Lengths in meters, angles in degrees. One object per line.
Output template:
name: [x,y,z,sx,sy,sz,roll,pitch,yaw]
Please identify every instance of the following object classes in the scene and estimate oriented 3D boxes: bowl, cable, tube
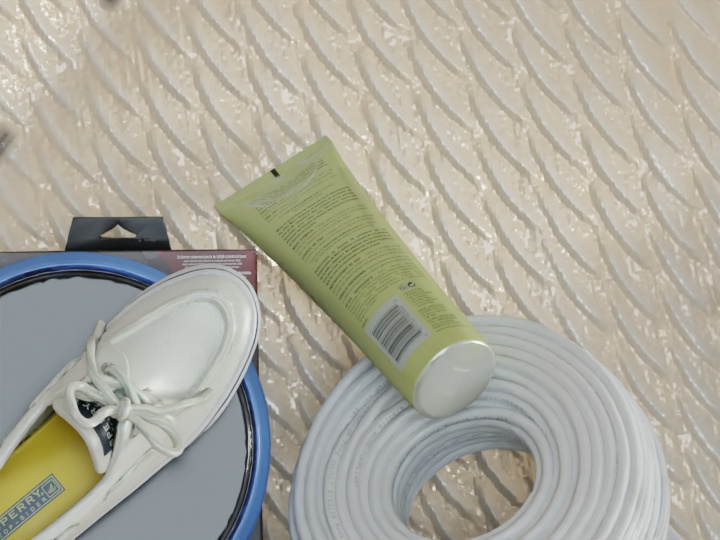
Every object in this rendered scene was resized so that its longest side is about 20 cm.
bowl: [-0.143,0.090,1.197,0.199,0.039,0.202,1,84,-7]
cable: [0.061,0.118,1.220,0.199,0.069,0.201,14,60,29]
tube: [0.000,0.000,1.258,0.058,0.200,0.052,1,124,-39]

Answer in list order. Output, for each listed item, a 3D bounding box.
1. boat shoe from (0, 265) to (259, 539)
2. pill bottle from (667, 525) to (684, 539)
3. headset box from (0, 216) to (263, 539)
boat shoe: [-0.126,0.072,1.129,0.202,0.086,0.075,-41,90,-9]
pill bottle: [0.097,0.218,1.253,0.200,0.116,0.116,-39,90,-10]
headset box: [-0.128,0.072,1.259,0.148,0.077,0.202,0,85,-8]
